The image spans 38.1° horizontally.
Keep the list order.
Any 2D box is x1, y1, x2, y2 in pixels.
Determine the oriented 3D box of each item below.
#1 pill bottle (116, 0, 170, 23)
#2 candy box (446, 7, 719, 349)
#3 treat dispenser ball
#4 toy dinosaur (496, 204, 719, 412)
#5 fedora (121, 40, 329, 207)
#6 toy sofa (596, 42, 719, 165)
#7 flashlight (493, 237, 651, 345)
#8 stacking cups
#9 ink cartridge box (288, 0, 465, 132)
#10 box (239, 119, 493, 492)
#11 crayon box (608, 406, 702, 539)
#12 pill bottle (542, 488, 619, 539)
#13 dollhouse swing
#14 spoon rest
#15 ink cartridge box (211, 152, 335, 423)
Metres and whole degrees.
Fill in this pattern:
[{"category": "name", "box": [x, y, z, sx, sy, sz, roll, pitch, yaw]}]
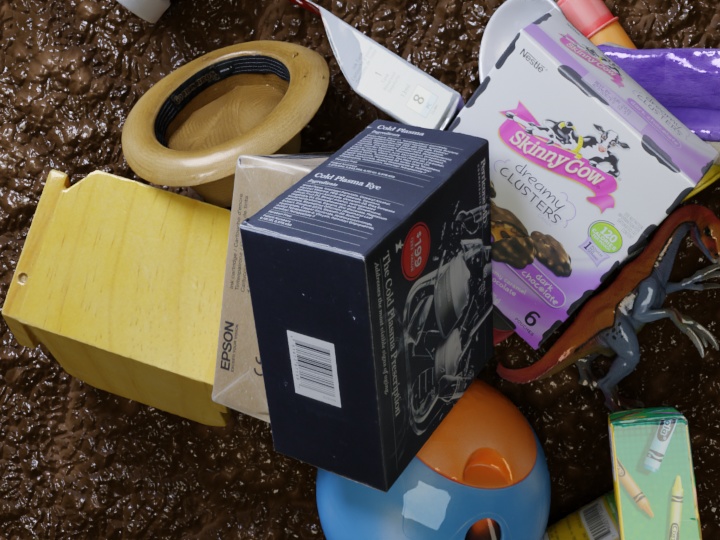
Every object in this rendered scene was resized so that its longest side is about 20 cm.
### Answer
[{"category": "pill bottle", "box": [-0.157, -0.324, 0.906, 0.115, 0.116, 0.200, 40, 101, 2]}, {"category": "candy box", "box": [0.143, -0.067, 0.809, 0.168, 0.071, 0.200, 43, 130, 8]}, {"category": "treat dispenser ball", "box": [0.061, 0.185, 0.886, 0.198, 0.201, 0.204, 1, 97, 8]}, {"category": "toy dinosaur", "box": [0.230, 0.030, 0.872, 0.197, 0.105, 0.184, 3, 112, -6]}, {"category": "fedora", "box": [-0.109, -0.120, 0.914, 0.198, 0.202, 0.082, -11, 131, 10]}, {"category": "toy sofa", "box": [0.253, -0.124, 0.809, 0.198, 0.083, 0.099, 8, 111, 32]}, {"category": "flashlight", "box": [0.157, 0.006, 0.920, 0.199, 0.068, 0.068, -34, 95, 12]}, {"category": "stacking cups", "box": [0.237, -0.155, 0.893, 0.060, 0.060, 0.201, -32, 90, 11]}, {"category": "ink cartridge box", "box": [-0.005, -0.174, 0.877, 0.199, 0.160, 0.048, 32, 99, 4]}, {"category": "box", "box": [0.015, 0.020, 0.774, 0.103, 0.182, 0.202, 14, 127, 28]}, {"category": "crayon box", "box": [0.228, 0.210, 0.798, 0.058, 0.119, 0.203, -6, 85, 12]}, {"category": "pill bottle", "box": [0.180, 0.286, 0.925, 0.199, 0.111, 0.112, -33, 91, 11]}, {"category": "dollhouse swing", "box": [-0.184, 0.032, 0.943, 0.198, 0.176, 0.184, 16, 83, 7]}, {"category": "spoon rest", "box": [0.144, -0.136, 0.895, 0.099, 0.060, 0.203, -5, 91, 48]}, {"category": "ink cartridge box", "box": [-0.038, 0.007, 0.859, 0.074, 0.164, 0.203, 13, 102, 26]}]
